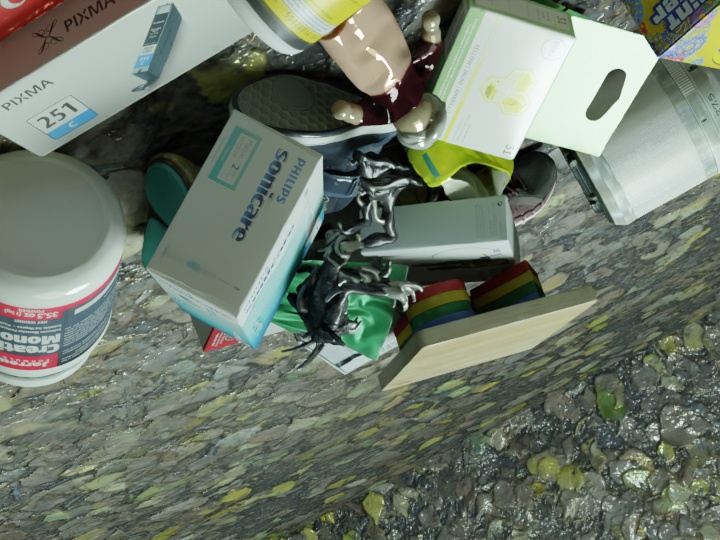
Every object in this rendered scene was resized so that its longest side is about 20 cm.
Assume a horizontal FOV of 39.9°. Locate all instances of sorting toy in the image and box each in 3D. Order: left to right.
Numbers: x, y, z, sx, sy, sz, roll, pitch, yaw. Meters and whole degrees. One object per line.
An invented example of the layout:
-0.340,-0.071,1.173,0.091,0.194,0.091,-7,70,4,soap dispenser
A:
0.124,0.054,1.090,0.198,0.070,0.199,-14,164,-16,sorting toy

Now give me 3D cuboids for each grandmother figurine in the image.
0.023,-0.170,0.833,0.121,0.061,0.200,-37,143,4,grandmother figurine

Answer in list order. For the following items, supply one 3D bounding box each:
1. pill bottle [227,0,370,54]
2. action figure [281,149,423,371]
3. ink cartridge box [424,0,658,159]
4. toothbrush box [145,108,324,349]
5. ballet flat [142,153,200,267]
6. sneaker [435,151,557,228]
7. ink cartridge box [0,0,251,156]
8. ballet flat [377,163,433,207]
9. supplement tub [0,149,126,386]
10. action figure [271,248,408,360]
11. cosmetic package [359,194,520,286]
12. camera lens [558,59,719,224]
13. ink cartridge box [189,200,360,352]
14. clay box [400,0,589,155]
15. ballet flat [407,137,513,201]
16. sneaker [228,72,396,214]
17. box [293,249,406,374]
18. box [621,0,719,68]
0.000,-0.237,0.631,0.199,0.113,0.112,-32,158,19,pill bottle
0.000,0.000,0.903,0.101,0.119,0.202,15,105,-27,action figure
0.166,-0.169,0.920,0.198,0.048,0.146,14,134,-10,ink cartridge box
-0.098,-0.026,0.850,0.147,0.085,0.200,-63,177,-10,toothbrush box
-0.167,-0.058,0.933,0.070,0.071,0.200,-15,156,-24,ballet flat
0.158,-0.089,1.183,0.200,0.076,0.116,-40,158,-9,sneaker
-0.192,-0.170,0.673,0.199,0.045,0.176,-29,160,8,ink cartridge box
0.047,-0.068,1.174,0.070,0.071,0.200,-21,160,-10,ballet flat
-0.280,0.005,0.853,0.139,0.141,0.200,-14,157,-26,supplement tub
-0.062,0.020,1.009,0.198,0.055,0.119,12,115,-11,action figure
0.092,-0.026,1.069,0.149,0.052,0.200,-3,168,13,cosmetic package
0.330,-0.160,1.124,0.199,0.161,0.160,-30,159,13,camera lens
-0.090,0.006,1.151,0.198,0.084,0.145,-13,156,-29,ink cartridge box
0.139,-0.186,1.003,0.114,0.048,0.200,0,149,-49,clay box
0.113,-0.096,1.029,0.067,0.068,0.199,-35,158,24,ballet flat
-0.054,-0.111,0.924,0.201,0.077,0.146,-8,151,-40,sneaker
-0.007,0.053,1.155,0.116,0.061,0.200,-29,160,4,box
0.276,-0.267,0.760,0.199,0.194,0.122,-3,151,-43,box
